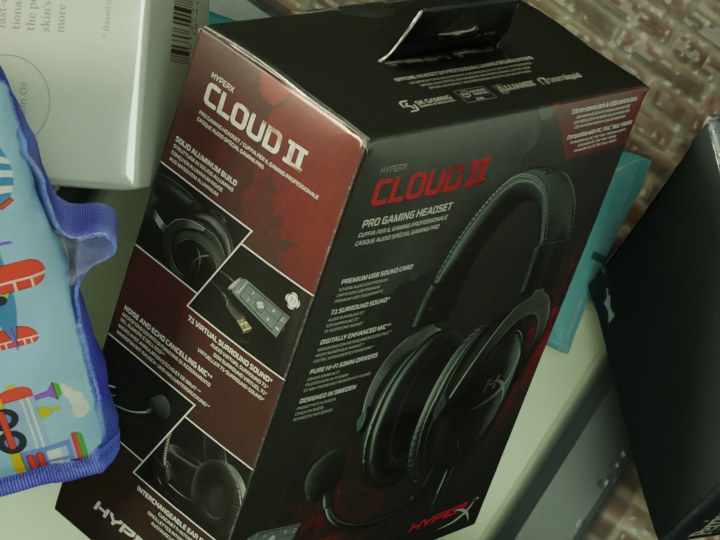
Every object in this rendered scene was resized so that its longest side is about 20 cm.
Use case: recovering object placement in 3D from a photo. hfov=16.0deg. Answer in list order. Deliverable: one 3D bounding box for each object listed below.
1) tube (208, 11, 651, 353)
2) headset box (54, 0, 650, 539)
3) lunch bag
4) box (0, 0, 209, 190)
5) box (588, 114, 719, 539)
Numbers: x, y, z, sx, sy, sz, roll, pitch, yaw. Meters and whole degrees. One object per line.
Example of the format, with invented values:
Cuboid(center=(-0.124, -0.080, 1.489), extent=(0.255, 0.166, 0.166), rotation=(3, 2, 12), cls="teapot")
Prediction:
Cuboid(center=(0.005, -0.040, 0.917), extent=(0.199, 0.050, 0.078), rotation=(22, 99, -17), cls="tube")
Cuboid(center=(0.000, 0.000, 0.828), extent=(0.148, 0.077, 0.201), rotation=(-14, 132, -49), cls="headset box")
Cuboid(center=(-0.168, 0.006, 0.770), extent=(0.199, 0.094, 0.151), rotation=(-10, 122, 5), cls="lunch bag")
Cuboid(center=(-0.153, -0.096, 0.825), extent=(0.199, 0.097, 0.125), rotation=(6, 94, 7), cls="box")
Cuboid(center=(0.201, 0.011, 0.884), extent=(0.199, 0.149, 0.108), rotation=(-8, 71, -13), cls="box")
